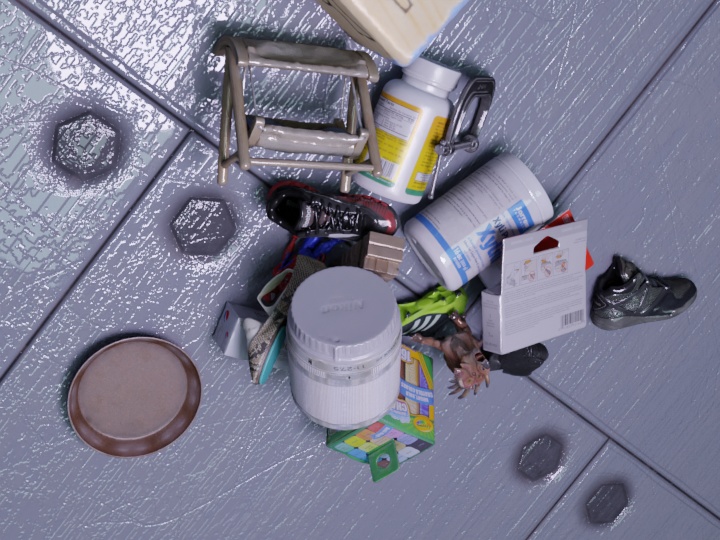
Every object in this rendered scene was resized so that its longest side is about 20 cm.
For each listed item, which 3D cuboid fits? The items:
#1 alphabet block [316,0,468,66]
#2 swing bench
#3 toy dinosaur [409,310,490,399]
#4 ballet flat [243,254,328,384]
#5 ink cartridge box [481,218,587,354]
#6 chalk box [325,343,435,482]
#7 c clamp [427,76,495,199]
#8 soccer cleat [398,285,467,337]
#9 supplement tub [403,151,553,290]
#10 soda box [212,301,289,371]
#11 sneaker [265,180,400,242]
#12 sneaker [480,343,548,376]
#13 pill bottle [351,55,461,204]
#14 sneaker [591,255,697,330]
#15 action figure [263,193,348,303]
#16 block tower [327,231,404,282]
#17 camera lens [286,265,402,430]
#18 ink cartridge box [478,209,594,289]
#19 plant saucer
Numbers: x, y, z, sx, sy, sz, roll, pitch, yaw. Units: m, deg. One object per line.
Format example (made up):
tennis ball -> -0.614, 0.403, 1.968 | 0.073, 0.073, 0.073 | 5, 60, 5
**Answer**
alphabet block -> 0.026, -0.417, 1.474 | 0.196, 0.195, 0.200 | -48, 122, 0
swing bench -> -0.085, -0.217, 1.509 | 0.198, 0.130, 0.201 | 1, 83, -23
toy dinosaur -> 0.163, 0.142, 1.755 | 0.086, 0.136, 0.200 | -38, 161, 9
ballet flat -> -0.122, 0.065, 1.621 | 0.075, 0.068, 0.200 | 30, 82, 10
ink cartridge box -> 0.266, 0.019, 1.704 | 0.200, 0.045, 0.177 | -13, 107, -39
chalk box -> 0.030, 0.221, 1.725 | 0.124, 0.200, 0.125 | 27, 135, -29
c clamp -> 0.149, -0.205, 1.645 | 0.027, 0.200, 0.171 | 21, 112, 17
soccer cleat -> 0.080, 0.081, 1.784 | 0.199, 0.068, 0.081 | -18, 133, -14
supplement tub -> 0.178, -0.074, 1.718 | 0.200, 0.132, 0.132 | -36, 121, -4
soda box -> -0.117, 0.111, 1.708 | 0.199, 0.068, 0.064 | 17, 102, -28
sneaker -> -0.045, -0.077, 1.596 | 0.200, 0.098, 0.071 | 13, 106, 9
sneaker -> 0.261, 0.124, 1.830 | 0.104, 0.060, 0.200 | 1, 153, -12
pill bottle -> 0.070, -0.207, 1.627 | 0.112, 0.113, 0.201 | 14, 105, -27
sneaker -> 0.490, 0.027, 1.924 | 0.199, 0.076, 0.115 | -11, 122, -12
action figure -> -0.074, -0.028, 1.672 | 0.200, 0.065, 0.052 | -49, 163, 3
block tower -> 0.000, 0.000, 1.642 | 0.058, 0.200, 0.054 | 13, 71, -16
camera lens -> -0.022, 0.113, 1.574 | 0.160, 0.160, 0.200 | -17, 140, -15
ink cartridge box -> 0.293, 0.010, 1.798 | 0.173, 0.044, 0.200 | -35, 146, 4
plant saucer -> -0.335, 0.184, 1.669 | 0.200, 0.034, 0.201 | -9, 115, -20
